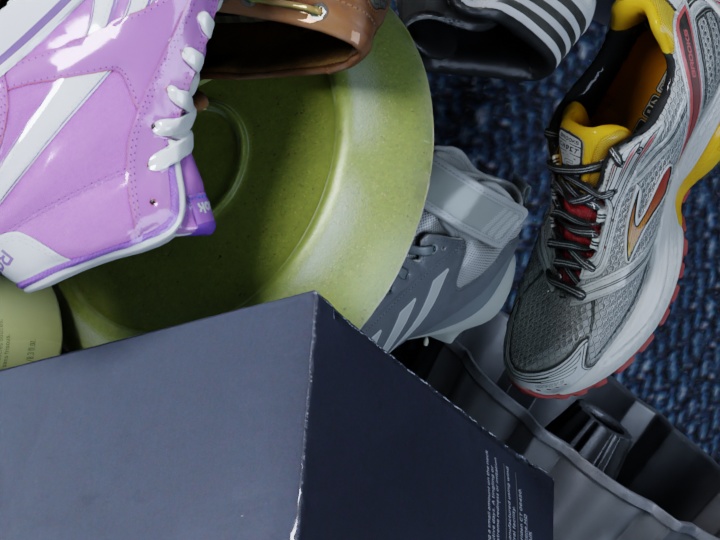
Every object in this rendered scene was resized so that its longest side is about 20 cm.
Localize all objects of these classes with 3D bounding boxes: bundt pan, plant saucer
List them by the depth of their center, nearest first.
[{"bbox_3d":[-0.061,-0.039,1.116,0.031,0.200,0.201,30,90,-51],"label":"plant saucer"},{"bbox_3d":[0.099,0.102,1.327,0.201,0.202,0.076,22,107,-43],"label":"bundt pan"}]

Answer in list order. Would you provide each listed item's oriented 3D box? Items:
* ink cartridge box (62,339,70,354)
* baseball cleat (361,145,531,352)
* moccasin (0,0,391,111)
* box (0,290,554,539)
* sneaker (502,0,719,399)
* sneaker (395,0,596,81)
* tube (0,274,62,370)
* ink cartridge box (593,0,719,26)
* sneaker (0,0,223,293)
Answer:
[{"bbox_3d":[-0.095,0.116,1.248,0.199,0.075,0.165,16,98,-43],"label":"ink cartridge box"},{"bbox_3d":[0.000,0.000,1.194,0.200,0.070,0.107,-27,143,-46],"label":"baseball cleat"},{"bbox_3d":[-0.079,-0.093,1.090,0.074,0.200,0.078,51,42,-52],"label":"moccasin"},{"bbox_3d":[-0.053,0.110,1.075,0.182,0.199,0.105,39,46,-45],"label":"box"},{"bbox_3d":[0.108,-0.038,1.247,0.082,0.078,0.201,17,95,-47],"label":"sneaker"},{"bbox_3d":[0.029,-0.162,1.160,0.200,0.076,0.116,43,40,-17],"label":"sneaker"},{"bbox_3d":[-0.215,0.029,1.072,0.199,0.052,0.058,0,77,-35],"label":"tube"},{"bbox_3d":[0.161,-0.223,1.297,0.200,0.084,0.145,-52,133,-8],"label":"ink cartridge box"},{"bbox_3d":[-0.073,-0.076,1.017,0.200,0.073,0.114,-43,90,1],"label":"sneaker"}]
